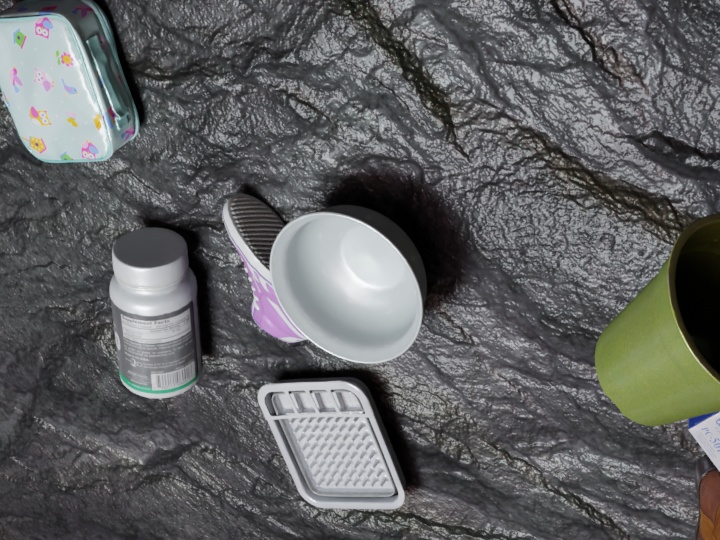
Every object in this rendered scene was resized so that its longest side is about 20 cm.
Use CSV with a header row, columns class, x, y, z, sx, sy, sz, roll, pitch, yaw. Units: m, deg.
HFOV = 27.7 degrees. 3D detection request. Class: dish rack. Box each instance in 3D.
class,x,y,z,sx,sy,sz,roll,pitch,yaw
dish rack,-0.030,0.218,1.890,0.170,0.044,0.202,-5,117,33

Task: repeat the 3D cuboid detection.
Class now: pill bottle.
class,x,y,z,sx,sy,sz,roll,pitch,yaw
pill bottle,-0.263,0.054,1.872,0.112,0.113,0.202,16,127,21

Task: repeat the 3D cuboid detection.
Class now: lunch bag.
class,x,y,z,sx,sy,sz,roll,pitch,yaw
lunch bag,-0.354,-0.227,1.759,0.159,0.077,0.202,0,120,30

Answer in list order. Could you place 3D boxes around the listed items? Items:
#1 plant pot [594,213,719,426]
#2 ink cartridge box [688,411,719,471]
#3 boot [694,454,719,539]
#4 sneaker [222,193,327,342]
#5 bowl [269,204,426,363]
class,x,y,z,sx,sy,sz,roll,pitch,yaw
plant pot,0.340,0.074,1.489,0.200,0.200,0.190,44,144,-3
ink cartridge box,0.428,0.216,1.573,0.044,0.094,0.201,-33,101,23
boot,0.417,0.325,1.588,0.068,0.200,0.190,-6,116,3
sneaker,-0.122,0.007,1.785,0.114,0.073,0.201,-27,102,47
bowl,0.000,0.000,1.691,0.199,0.090,0.203,16,128,21
